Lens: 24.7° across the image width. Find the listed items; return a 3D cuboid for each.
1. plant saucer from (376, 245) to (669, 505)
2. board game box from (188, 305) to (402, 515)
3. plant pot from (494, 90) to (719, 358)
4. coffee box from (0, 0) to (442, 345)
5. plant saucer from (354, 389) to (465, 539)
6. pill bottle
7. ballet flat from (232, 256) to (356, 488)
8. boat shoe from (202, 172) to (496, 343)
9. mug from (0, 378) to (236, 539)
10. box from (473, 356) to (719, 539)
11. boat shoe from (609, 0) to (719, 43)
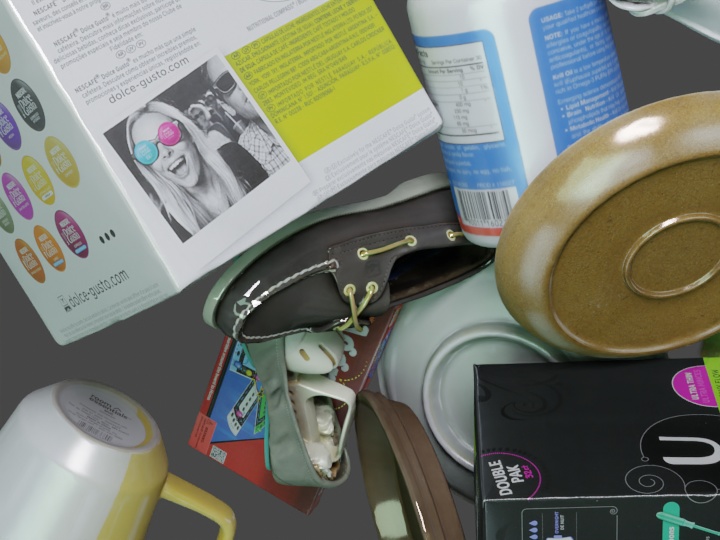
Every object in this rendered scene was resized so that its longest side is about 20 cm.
[{"bbox_3d":[0.097,0.078,1.051,0.200,0.050,0.200,9,114,21],"label":"plant saucer"},{"bbox_3d":[-0.047,0.070,1.114,0.103,0.019,0.200,28,126,10],"label":"board game box"},{"bbox_3d":[0.174,-0.015,0.919,0.200,0.027,0.200,-10,138,-9],"label":"plant pot"},{"bbox_3d":[-0.116,-0.101,0.948,0.198,0.200,0.200,59,149,-6],"label":"coffee box"},{"bbox_3d":[0.038,0.170,1.042,0.029,0.200,0.200,-15,106,-8],"label":"plant saucer"},{"bbox_3d":[0.090,-0.123,0.940,0.112,0.112,0.200,-7,107,26],"label":"pill bottle"},{"bbox_3d":[-0.035,0.061,1.046,0.064,0.067,0.200,9,132,18],"label":"ballet flat"},{"bbox_3d":[0.000,0.000,0.973,0.061,0.201,0.072,47,141,24],"label":"boat shoe"},{"bbox_3d":[-0.199,0.164,1.185,0.149,0.187,0.153,47,116,39],"label":"mug"},{"bbox_3d":[0.166,0.137,0.949,0.200,0.149,0.124,-2,117,3],"label":"box"},{"bbox_3d":[0.151,-0.168,0.882,0.200,0.065,0.074,31,146,-20],"label":"boat shoe"}]
